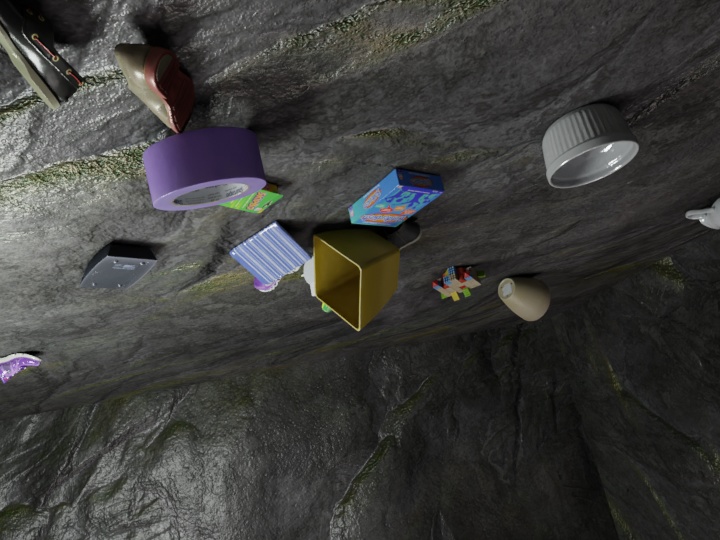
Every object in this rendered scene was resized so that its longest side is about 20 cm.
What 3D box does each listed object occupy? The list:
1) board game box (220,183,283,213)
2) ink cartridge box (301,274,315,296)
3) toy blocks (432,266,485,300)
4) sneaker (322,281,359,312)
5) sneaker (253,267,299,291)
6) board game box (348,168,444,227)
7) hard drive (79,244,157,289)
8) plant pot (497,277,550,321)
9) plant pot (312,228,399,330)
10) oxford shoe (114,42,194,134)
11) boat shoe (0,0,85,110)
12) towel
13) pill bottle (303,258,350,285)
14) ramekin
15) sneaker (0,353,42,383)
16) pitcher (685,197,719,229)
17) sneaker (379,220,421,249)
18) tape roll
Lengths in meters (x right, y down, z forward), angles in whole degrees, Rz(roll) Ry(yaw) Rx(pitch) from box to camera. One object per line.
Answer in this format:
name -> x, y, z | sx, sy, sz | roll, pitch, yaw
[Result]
board game box -> -0.262, -0.164, 1.174 | 0.094, 0.031, 0.197 | -26, 156, 35
ink cartridge box -> -0.088, 0.039, 1.844 | 0.114, 0.070, 0.198 | -25, 159, 32
toy blocks -> 0.362, 0.035, 2.146 | 0.196, 0.103, 0.136 | -23, 149, 30
sneaker -> -0.020, 0.083, 1.633 | 0.195, 0.086, 0.074 | -20, 164, 5
sneaker -> -0.251, -0.011, 1.576 | 0.087, 0.083, 0.199 | 13, 144, -41
board game box -> 0.085, -0.171, 1.373 | 0.149, 0.046, 0.199 | 0, 159, -37
hard drive -> -0.594, -0.007, 1.377 | 0.133, 0.044, 0.198 | 5, 155, -43
plant pot -> 0.703, 0.106, 2.480 | 0.197, 0.193, 0.186 | 20, 146, -35
plant pot -> 0.000, 0.000, 1.518 | 0.174, 0.199, 0.205 | -25, 133, -33
oxford shoe -> -0.292, -0.266, 0.816 | 0.073, 0.072, 0.200 | 20, 165, 0
boat shoe -> -0.400, -0.283, 0.663 | 0.063, 0.073, 0.203 | -45, 157, -15
towel -> -0.235, -0.043, 1.470 | 0.197, 0.024, 0.145 | -26, 124, 34
pill bottle -> -0.068, 0.002, 1.675 | 0.196, 0.115, 0.110 | 3, 157, -41
ramekin -> 0.501, -0.279, 1.251 | 0.194, 0.108, 0.201 | -12, 163, -4
sneaker -> -1.185, 0.335, 1.915 | 0.194, 0.086, 0.081 | -12, 163, -7
pitcher -> 1.306, -0.212, 2.048 | 0.166, 0.125, 0.200 | 2, 174, 2
sneaker -> 0.068, -0.088, 1.586 | 0.198, 0.076, 0.105 | -34, 150, 27
tape roll -> -0.265, -0.171, 0.969 | 0.194, 0.088, 0.200 | -13, 179, 0
